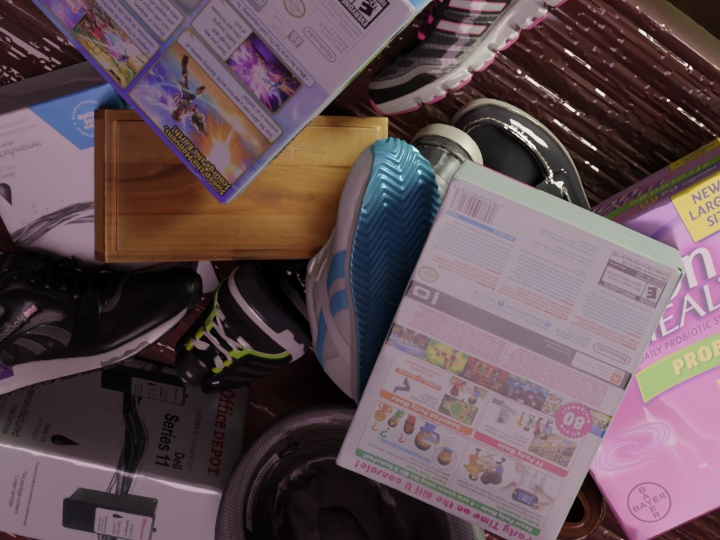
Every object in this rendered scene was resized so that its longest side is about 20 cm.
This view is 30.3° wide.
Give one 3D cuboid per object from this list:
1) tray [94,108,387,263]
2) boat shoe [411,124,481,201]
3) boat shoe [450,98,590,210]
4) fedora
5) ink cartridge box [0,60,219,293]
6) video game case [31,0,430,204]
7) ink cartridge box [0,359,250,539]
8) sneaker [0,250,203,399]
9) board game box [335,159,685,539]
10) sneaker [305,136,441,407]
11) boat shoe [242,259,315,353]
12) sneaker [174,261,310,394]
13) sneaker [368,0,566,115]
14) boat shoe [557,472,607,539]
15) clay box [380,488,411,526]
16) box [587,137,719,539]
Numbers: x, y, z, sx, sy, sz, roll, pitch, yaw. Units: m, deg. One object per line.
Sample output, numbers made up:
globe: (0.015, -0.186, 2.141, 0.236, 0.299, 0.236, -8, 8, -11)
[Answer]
tray: (-0.078, -0.057, 0.901, 0.199, 0.037, 0.099, -1, 96, -23)
boat shoe: (0.052, -0.006, 0.943, 0.072, 0.063, 0.201, 13, 135, 20)
boat shoe: (0.132, -0.035, 0.954, 0.072, 0.063, 0.200, -29, 113, 18)
fedora: (-0.007, 0.195, 0.931, 0.177, 0.090, 0.200, -37, 70, -12)
ink cartridge box: (-0.186, -0.042, 0.952, 0.115, 0.067, 0.201, -15, 117, 8)
video game case: (-0.088, -0.172, 0.801, 0.200, 0.045, 0.181, 47, 118, -3)
ink cartridge box: (-0.189, 0.135, 1.003, 0.199, 0.147, 0.083, 14, 118, -9)
sneaker: (-0.209, 0.024, 0.911, 0.199, 0.076, 0.088, -19, 111, 12)
board game box: (0.090, 0.054, 0.820, 0.147, 0.064, 0.201, 24, 107, 4)
sneaker: (0.000, 0.000, 0.871, 0.076, 0.081, 0.201, -19, 132, -32)
boat shoe: (-0.050, -0.017, 0.969, 0.073, 0.063, 0.202, -29, 113, 18)
sneaker: (-0.089, 0.056, 0.938, 0.083, 0.200, 0.072, -37, 82, -13)
sneaker: (0.071, -0.185, 0.873, 0.200, 0.074, 0.088, -38, 102, 22)
boat shoe: (0.089, 0.118, 0.943, 0.200, 0.068, 0.072, 36, 90, 12)
clay box: (0.107, 0.125, 1.012, 0.199, 0.116, 0.048, -12, 156, 7)
box: (0.209, 0.047, 0.879, 0.175, 0.097, 0.201, -28, 98, 15)
